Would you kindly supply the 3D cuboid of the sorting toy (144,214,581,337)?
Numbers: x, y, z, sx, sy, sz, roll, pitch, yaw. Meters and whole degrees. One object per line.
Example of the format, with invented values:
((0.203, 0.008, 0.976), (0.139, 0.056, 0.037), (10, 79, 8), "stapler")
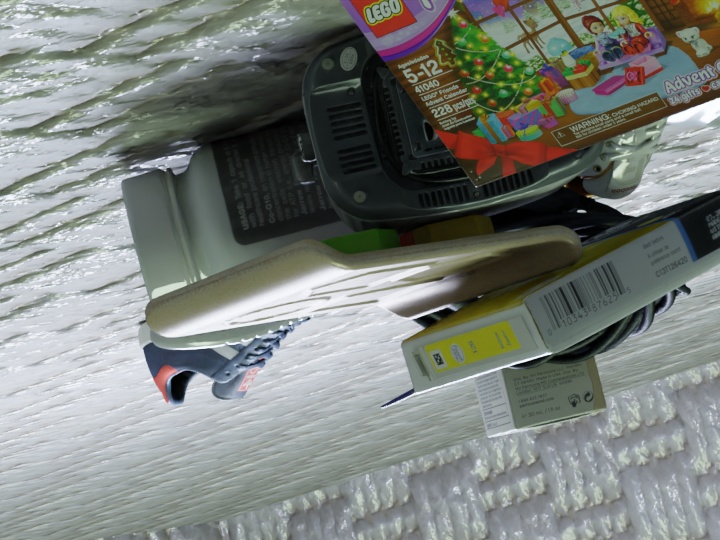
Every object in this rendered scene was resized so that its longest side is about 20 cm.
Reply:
((0.000, 0.000, 1.629), (0.200, 0.037, 0.185), (-3, 169, -38), "sorting toy")

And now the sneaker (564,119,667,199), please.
((0.181, -0.097, 1.829), (0.073, 0.085, 0.200), (-9, 168, -20), "sneaker")

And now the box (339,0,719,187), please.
((0.106, -0.130, 1.383), (0.200, 0.137, 0.039), (-20, -150, 33), "box")

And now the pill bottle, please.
((-0.044, -0.036, 1.761), (0.199, 0.114, 0.114), (-14, 171, -1), "pill bottle")

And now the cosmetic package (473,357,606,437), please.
((0.110, 0.014, 2.006), (0.073, 0.201, 0.104), (-12, 177, -11), "cosmetic package")

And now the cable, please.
((0.124, 0.010, 1.886), (0.199, 0.051, 0.163), (9, 132, -5), "cable")

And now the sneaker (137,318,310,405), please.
((-0.093, 0.062, 2.367), (0.200, 0.085, 0.075), (-19, 169, 28), "sneaker")

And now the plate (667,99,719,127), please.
((0.321, -0.142, 1.934), (0.199, 0.032, 0.200), (-10, 169, -21), "plate")

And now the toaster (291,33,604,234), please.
((0.059, -0.087, 1.621), (0.199, 0.114, 0.129), (-14, 174, -5), "toaster")

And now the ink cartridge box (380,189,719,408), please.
((0.126, 0.013, 1.717), (0.197, 0.047, 0.200), (-28, -174, -32), "ink cartridge box")

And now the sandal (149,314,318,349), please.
((-0.065, 0.010, 1.852), (0.082, 0.050, 0.202), (-2, -169, 44), "sandal")
